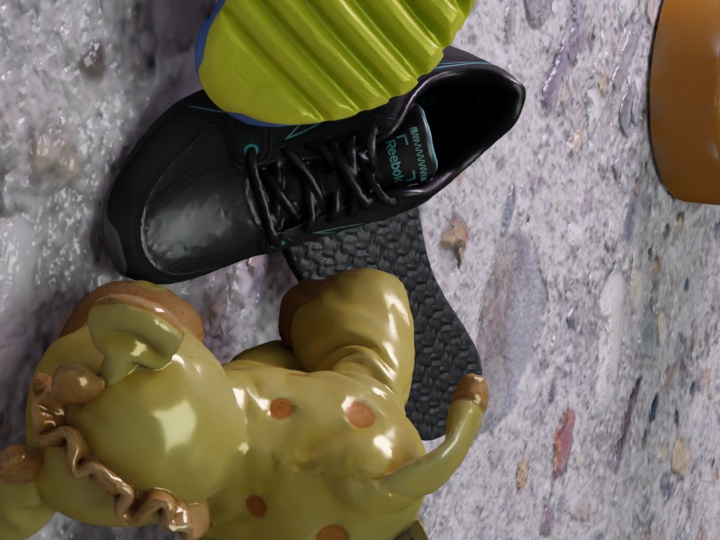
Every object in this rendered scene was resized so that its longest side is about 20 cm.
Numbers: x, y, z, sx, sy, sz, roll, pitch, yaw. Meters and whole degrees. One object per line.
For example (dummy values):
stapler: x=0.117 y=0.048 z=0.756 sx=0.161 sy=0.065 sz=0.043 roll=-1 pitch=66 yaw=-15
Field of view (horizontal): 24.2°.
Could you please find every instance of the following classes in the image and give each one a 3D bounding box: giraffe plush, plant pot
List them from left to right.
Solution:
giraffe plush: x=-0.064 y=0.068 z=0.665 sx=0.161 sy=0.200 sz=0.174 roll=21 pitch=95 yaw=-25
plant pot: x=0.331 y=-0.139 z=1.215 sx=0.200 sy=0.182 sz=0.203 roll=-24 pitch=118 yaw=-55

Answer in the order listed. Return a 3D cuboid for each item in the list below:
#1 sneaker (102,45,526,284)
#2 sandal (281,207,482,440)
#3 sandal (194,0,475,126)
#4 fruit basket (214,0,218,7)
sneaker: x=-0.017 y=-0.051 z=0.714 sx=0.199 sy=0.079 sz=0.076 roll=-29 pitch=115 yaw=-26
sandal: x=-0.001 y=0.001 z=0.821 sx=0.075 sy=0.048 sz=0.202 roll=-38 pitch=126 yaw=-22
sandal: x=0.014 y=-0.126 z=0.710 sx=0.199 sy=0.087 sz=0.080 roll=-34 pitch=105 yaw=-15
fruit basket: x=-0.019 y=-0.215 z=0.727 sx=0.185 sy=0.093 sz=0.202 roll=-43 pitch=148 yaw=-45
